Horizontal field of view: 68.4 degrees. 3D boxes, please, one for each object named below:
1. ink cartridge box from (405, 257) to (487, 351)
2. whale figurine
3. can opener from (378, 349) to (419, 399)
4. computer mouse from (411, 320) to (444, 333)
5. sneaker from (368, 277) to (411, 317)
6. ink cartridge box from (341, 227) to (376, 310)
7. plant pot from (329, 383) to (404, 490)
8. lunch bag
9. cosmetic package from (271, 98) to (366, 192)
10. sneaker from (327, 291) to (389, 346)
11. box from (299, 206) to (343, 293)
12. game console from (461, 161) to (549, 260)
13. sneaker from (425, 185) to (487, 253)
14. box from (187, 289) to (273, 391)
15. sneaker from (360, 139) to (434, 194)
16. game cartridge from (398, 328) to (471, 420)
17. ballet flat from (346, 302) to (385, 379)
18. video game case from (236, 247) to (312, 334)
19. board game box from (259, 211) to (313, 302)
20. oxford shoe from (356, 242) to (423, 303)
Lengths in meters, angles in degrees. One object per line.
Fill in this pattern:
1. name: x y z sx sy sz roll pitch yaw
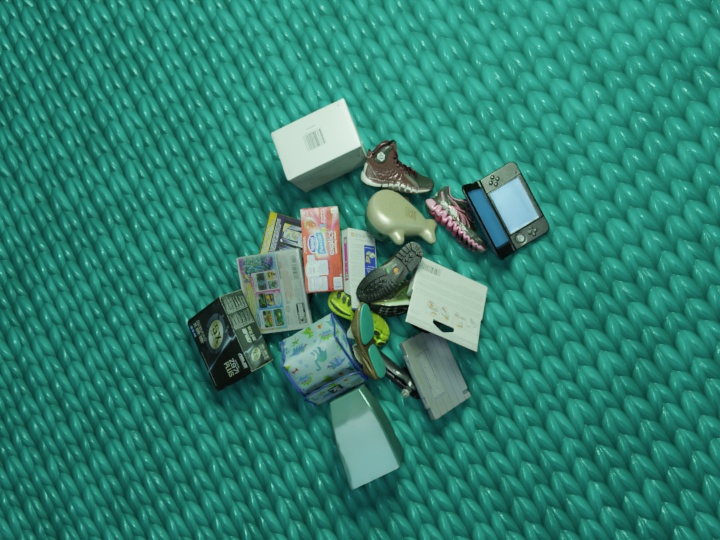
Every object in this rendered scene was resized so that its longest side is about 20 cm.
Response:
1. ink cartridge box: 0.206 0.086 1.297 0.194 0.045 0.182 23 62 -8
2. whale figurine: 0.100 -0.118 1.358 0.193 0.105 0.164 19 51 -12
3. can opener: 0.085 0.260 1.371 0.196 0.079 0.065 31 131 10
4. computer mouse: 0.210 0.135 1.335 0.192 0.034 0.061 14 71 -12
5. sneaker: 0.106 0.058 1.351 0.192 0.078 0.091 -9 65 -20
6. ink cartridge box: 0.000 0.000 1.351 0.036 0.092 0.209 -18 71 47
7. plant pot: 0.006 0.403 1.333 0.137 0.141 0.206 -24 82 6
8. lunch bag: -0.090 0.244 1.350 0.165 0.129 0.203 -26 122 7
9. cosmetic package: -0.094 -0.304 1.332 0.193 0.200 0.127 -23 88 7
10. sneaker: 0.000 0.113 1.372 0.199 0.084 0.074 42 100 -12
11. box: -0.095 -0.052 1.324 0.095 0.095 0.209 -5 92 -3
12. game console: 0.360 -0.152 1.307 0.167 0.118 0.205 -29 85 6
13. sneaker: 0.259 -0.134 1.349 0.200 0.079 0.096 44 83 5
14. box: -0.341 0.183 1.378 0.161 0.085 0.206 -29 84 34
15. sneaker: 0.101 -0.265 1.336 0.191 0.076 0.120 6 117 -7
16. game cartridge: 0.185 0.253 1.335 0.126 0.038 0.206 -23 85 -20
17. ballet flat: 0.006 0.178 1.318 0.070 0.068 0.207 -4 113 36
18. video game case: -0.223 0.056 1.374 0.174 0.024 0.209 -8 98 13
19. board game box: -0.186 -0.034 1.410 0.159 0.057 0.208 16 91 10
20. oxford shoe: 0.074 0.011 1.306 0.197 0.084 0.074 -36 89 5
